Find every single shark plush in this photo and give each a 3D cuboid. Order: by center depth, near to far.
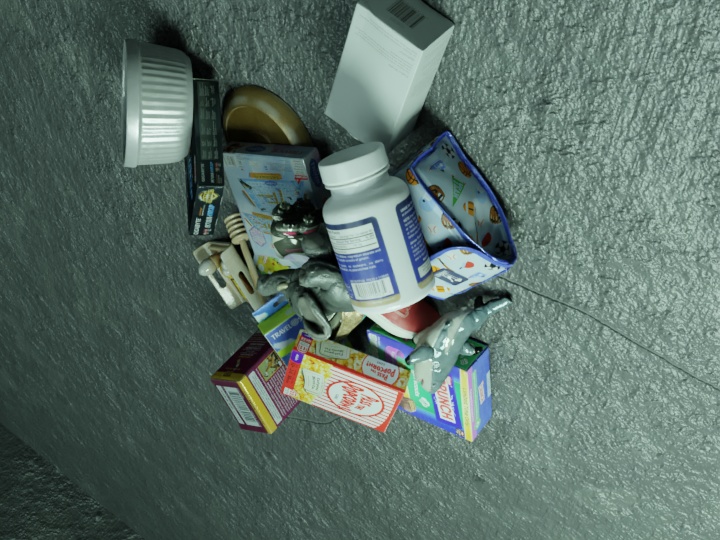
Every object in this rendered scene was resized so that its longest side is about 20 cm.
[{"bbox_3d":[0.153,0.101,1.437,0.083,0.200,0.091,45,-171,-6],"label":"shark plush"}]

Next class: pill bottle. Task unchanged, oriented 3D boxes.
[{"bbox_3d":[0.017,-0.057,1.218,0.119,0.119,0.203,0,114,45],"label":"pill bottle"}]

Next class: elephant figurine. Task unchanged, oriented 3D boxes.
[{"bbox_3d":[-0.055,0.030,1.388,0.201,0.139,0.157,-55,42,47],"label":"elephant figurine"}]

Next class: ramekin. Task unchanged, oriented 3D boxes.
[{"bbox_3d":[-0.330,-0.267,1.508,0.200,0.103,0.204,180,90,-74],"label":"ramekin"}]

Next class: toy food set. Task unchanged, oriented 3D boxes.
[{"bbox_3d":[-0.250,0.021,1.778,0.145,0.060,0.199,59,162,-16],"label":"toy food set"}]

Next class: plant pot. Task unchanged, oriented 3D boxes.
[{"bbox_3d":[-0.156,-0.205,1.525,0.198,0.027,0.202,27,140,25],"label":"plant pot"}]

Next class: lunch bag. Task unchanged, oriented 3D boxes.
[{"bbox_3d":[0.107,-0.059,1.311,0.201,0.124,0.169,51,144,-8],"label":"lunch bag"}]

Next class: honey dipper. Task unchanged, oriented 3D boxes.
[{"bbox_3d":[-0.196,-0.007,1.678,0.038,0.037,0.203,-45,63,55],"label":"honey dipper"}]

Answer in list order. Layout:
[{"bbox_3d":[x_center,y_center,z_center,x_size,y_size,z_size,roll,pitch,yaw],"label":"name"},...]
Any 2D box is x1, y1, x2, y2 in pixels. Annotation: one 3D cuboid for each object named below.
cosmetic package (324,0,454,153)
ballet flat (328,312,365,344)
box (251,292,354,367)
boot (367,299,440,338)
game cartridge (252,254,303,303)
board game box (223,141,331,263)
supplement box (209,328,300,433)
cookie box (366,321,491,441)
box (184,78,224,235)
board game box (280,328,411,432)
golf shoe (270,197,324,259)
[{"bbox_3d":[0.034,-0.261,1.229,0.112,0.081,0.201,39,145,10],"label":"cosmetic package"},{"bbox_3d":[-0.055,0.099,1.577,0.201,0.064,0.071,-57,38,39],"label":"ballet flat"},{"bbox_3d":[-0.094,0.121,1.668,0.201,0.121,0.048,59,174,-35],"label":"box"},{"bbox_3d":[0.071,0.028,1.450,0.198,0.073,0.144,28,138,-22],"label":"boot"},{"bbox_3d":[-0.133,-0.006,1.691,0.133,0.041,0.201,35,144,9],"label":"game cartridge"},{"bbox_3d":[-0.125,-0.108,1.524,0.198,0.041,0.202,11,129,39],"label":"board game box"},{"bbox_3d":[-0.166,0.190,1.771,0.102,0.200,0.132,-2,124,47],"label":"supplement box"},{"bbox_3d":[0.118,0.174,1.571,0.198,0.075,0.173,20,137,31],"label":"cookie box"},{"bbox_3d":[-0.256,-0.182,1.519,0.159,0.045,0.203,122,145,-61],"label":"box"},{"bbox_3d":[-0.028,0.188,1.577,0.197,0.047,0.152,20,143,1],"label":"board game box"},{"bbox_3d":[-0.041,-0.063,1.436,0.196,0.078,0.089,0,134,-10],"label":"golf shoe"}]
